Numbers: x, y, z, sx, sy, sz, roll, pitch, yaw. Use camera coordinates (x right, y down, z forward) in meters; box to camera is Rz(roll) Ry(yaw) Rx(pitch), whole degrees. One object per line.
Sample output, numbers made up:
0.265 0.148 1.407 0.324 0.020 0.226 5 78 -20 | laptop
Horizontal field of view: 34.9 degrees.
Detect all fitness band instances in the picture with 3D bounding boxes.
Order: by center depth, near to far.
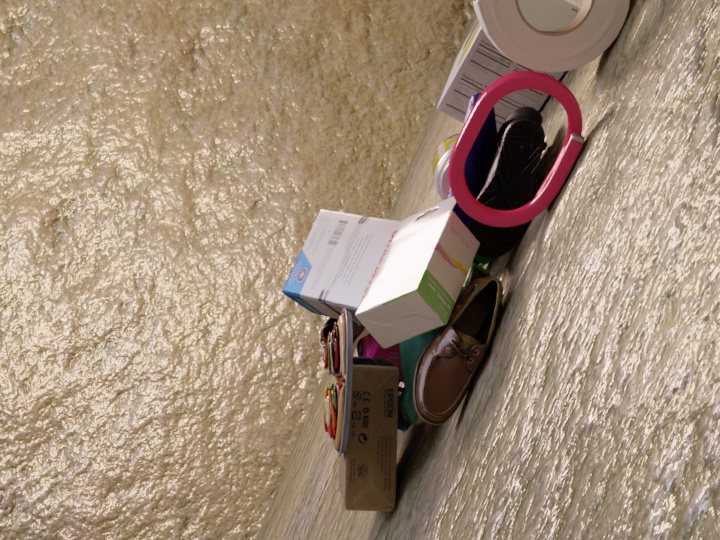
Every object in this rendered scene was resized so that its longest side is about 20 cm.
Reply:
0.192 -0.149 1.425 0.037 0.143 0.201 -78 13 -67 | fitness band

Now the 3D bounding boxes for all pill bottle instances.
0.178 -0.163 1.918 0.200 0.114 0.115 -80 15 -75 | pill bottle

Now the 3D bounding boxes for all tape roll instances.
0.252 -0.365 1.516 0.071 0.201 0.204 -84 19 -76 | tape roll

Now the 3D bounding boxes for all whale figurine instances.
0.087 0.109 1.571 0.159 0.103 0.201 144 148 -81 | whale figurine

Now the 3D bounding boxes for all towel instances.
0.162 -0.137 1.645 0.148 0.049 0.201 76 -154 -70 | towel

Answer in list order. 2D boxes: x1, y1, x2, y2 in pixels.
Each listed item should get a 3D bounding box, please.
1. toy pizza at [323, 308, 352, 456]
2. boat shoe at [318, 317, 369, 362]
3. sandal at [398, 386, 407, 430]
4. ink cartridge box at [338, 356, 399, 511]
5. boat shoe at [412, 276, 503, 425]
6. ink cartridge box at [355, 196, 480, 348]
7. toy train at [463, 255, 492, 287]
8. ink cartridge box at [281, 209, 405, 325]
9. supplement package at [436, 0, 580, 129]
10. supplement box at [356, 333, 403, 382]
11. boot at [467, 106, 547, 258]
-0.034 0.152 1.565 0.200 0.031 0.202 -177 90 -86 | toy pizza
-0.033 0.099 1.825 0.200 0.059 0.072 124 144 -59 | boat shoe
0.056 0.211 1.809 0.200 0.043 0.077 132 162 -77 | sandal
0.010 0.228 1.637 0.165 0.074 0.202 -165 76 -87 | ink cartridge box
0.121 0.094 1.430 0.068 0.072 0.201 122 171 -69 | boat shoe
0.083 -0.002 1.508 0.117 0.067 0.201 -24 27 41 | ink cartridge box
0.180 -0.036 1.682 0.056 0.042 0.201 -38 26 60 | toy train
0.000 0.000 1.681 0.199 0.084 0.147 12 71 46 | ink cartridge box
0.242 -0.342 1.863 0.200 0.150 0.152 120 174 -52 | supplement package
0.067 0.076 1.780 0.201 0.103 0.102 115 154 -44 | supplement box
0.208 -0.125 1.594 0.168 0.076 0.202 -54 -19 -76 | boot
